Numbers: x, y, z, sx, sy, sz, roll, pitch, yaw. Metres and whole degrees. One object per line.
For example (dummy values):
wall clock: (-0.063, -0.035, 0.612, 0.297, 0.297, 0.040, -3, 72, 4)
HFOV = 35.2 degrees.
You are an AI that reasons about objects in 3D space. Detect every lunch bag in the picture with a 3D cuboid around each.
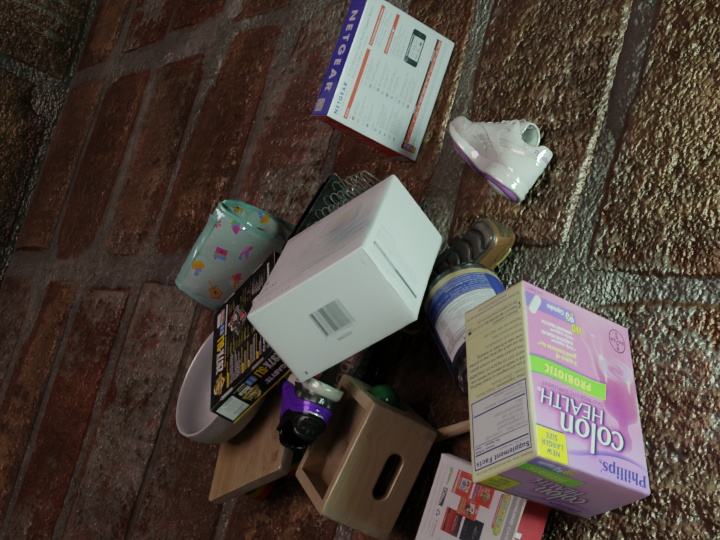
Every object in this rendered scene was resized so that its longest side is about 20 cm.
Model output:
lunch bag: (-0.194, -0.015, 1.896, 0.171, 0.198, 0.122, -56, 35, 19)

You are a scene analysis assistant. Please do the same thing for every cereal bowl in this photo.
cereal bowl: (-0.201, 0.182, 1.764, 0.200, 0.083, 0.202, -41, 32, 32)

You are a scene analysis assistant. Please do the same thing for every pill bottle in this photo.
pill bottle: (0.155, 0.092, 1.397, 0.112, 0.111, 0.201, -52, 36, 23)

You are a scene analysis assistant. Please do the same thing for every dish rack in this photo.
dish rack: (-0.027, -0.084, 1.706, 0.199, 0.054, 0.155, -12, 45, 62)

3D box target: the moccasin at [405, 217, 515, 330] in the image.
moccasin: (0.128, 0.009, 1.532, 0.202, 0.077, 0.074, -49, 52, 20)

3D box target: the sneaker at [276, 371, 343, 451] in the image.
sneaker: (-0.086, 0.194, 1.549, 0.200, 0.069, 0.101, 166, 126, -77)

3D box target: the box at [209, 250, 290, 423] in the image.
box: (-0.152, 0.093, 1.630, 0.160, 0.049, 0.202, -46, 31, 29)

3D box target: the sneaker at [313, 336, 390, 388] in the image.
sneaker: (-0.001, 0.132, 1.629, 0.201, 0.070, 0.098, -48, 67, 30)

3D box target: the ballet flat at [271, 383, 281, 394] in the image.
ballet flat: (-0.108, 0.091, 1.713, 0.068, 0.067, 0.203, 136, 144, -70)

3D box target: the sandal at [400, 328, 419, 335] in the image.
sandal: (0.036, 0.004, 1.664, 0.078, 0.069, 0.213, -51, 36, 24)

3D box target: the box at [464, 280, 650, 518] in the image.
box: (0.210, 0.141, 1.225, 0.096, 0.174, 0.203, -32, 46, 43)

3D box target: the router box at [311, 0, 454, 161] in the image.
router box: (0.038, -0.295, 1.740, 0.049, 0.178, 0.203, 11, 80, 56)

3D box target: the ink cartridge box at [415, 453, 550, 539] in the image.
ink cartridge box: (0.139, 0.333, 1.294, 0.175, 0.083, 0.203, 9, 79, 61)

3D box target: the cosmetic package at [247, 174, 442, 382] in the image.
cosmetic package: (-0.017, 0.007, 1.485, 0.198, 0.123, 0.201, -30, 18, 28)

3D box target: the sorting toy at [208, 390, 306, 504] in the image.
sorting toy: (-0.136, 0.253, 1.753, 0.198, 0.069, 0.202, -31, 39, 44)

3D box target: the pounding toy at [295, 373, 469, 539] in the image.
pounding toy: (0.035, 0.235, 1.494, 0.202, 0.141, 0.184, -64, 18, 1)

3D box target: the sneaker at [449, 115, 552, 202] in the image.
sneaker: (0.194, -0.169, 1.552, 0.100, 0.075, 0.200, -47, 40, 6)
